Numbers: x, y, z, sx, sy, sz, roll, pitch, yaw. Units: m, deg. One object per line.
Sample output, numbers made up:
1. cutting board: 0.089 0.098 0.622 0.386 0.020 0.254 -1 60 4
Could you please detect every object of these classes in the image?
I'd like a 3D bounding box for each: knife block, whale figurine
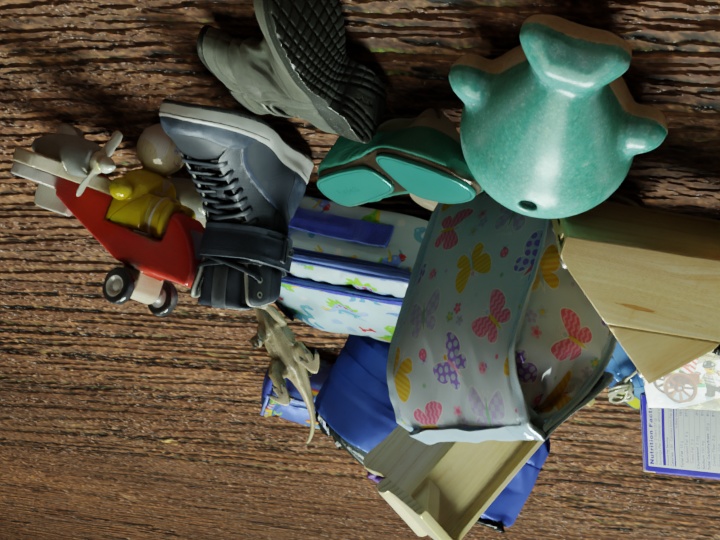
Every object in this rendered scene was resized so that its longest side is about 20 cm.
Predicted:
1. knife block: 0.259 -0.005 1.499 0.175 0.064 0.200 -31 117 14
2. whale figurine: 0.133 -0.103 1.408 0.158 0.105 0.200 18 162 2

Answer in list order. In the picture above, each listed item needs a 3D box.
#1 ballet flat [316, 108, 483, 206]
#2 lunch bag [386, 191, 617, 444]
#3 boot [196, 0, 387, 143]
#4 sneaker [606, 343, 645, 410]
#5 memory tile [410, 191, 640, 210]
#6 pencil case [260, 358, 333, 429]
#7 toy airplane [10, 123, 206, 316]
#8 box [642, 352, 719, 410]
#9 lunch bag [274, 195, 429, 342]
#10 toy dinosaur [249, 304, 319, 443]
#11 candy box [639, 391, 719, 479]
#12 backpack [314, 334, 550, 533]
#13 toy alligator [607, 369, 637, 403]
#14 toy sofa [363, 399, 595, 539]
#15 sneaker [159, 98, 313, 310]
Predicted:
1. ballet flat: 0.036 -0.092 1.560 0.067 0.071 0.199 37 161 -27
2. lunch bag: 0.118 0.043 1.601 0.127 0.201 0.169 32 157 -28
3. boot: -0.071 -0.160 1.501 0.130 0.068 0.200 13 158 28
4. sneaker: 0.217 0.046 1.785 0.078 0.066 0.200 -36 126 24
5. memory tile: 0.147 -0.045 1.667 0.199 0.017 0.153 -3 151 44
6. pencil case: -0.009 0.143 2.162 0.198 0.079 0.087 16 -172 5
7. toy airplane: -0.204 -0.072 1.758 0.198 0.142 0.200 34 -168 -12
8. box: 0.316 0.046 1.605 0.198 0.038 0.138 0 120 26
9. lunch bag: 0.000 0.000 1.798 0.198 0.083 0.161 11 158 26
10. toy dinosaur: -0.065 0.079 1.843 0.201 0.058 0.101 63 -178 -20
11. candy box: 0.367 0.137 1.760 0.199 0.078 0.168 3 -174 38
12. backpack: 0.065 0.123 1.907 0.199 0.169 0.162 24 -178 -20
13. toy alligator: 0.261 0.048 1.722 0.059 0.055 0.200 12 148 -19
14. toy sofa: 0.104 0.145 1.805 0.097 0.200 0.083 32 167 46
15. sneaker: -0.110 -0.048 1.635 0.076 0.148 0.202 11 170 30
